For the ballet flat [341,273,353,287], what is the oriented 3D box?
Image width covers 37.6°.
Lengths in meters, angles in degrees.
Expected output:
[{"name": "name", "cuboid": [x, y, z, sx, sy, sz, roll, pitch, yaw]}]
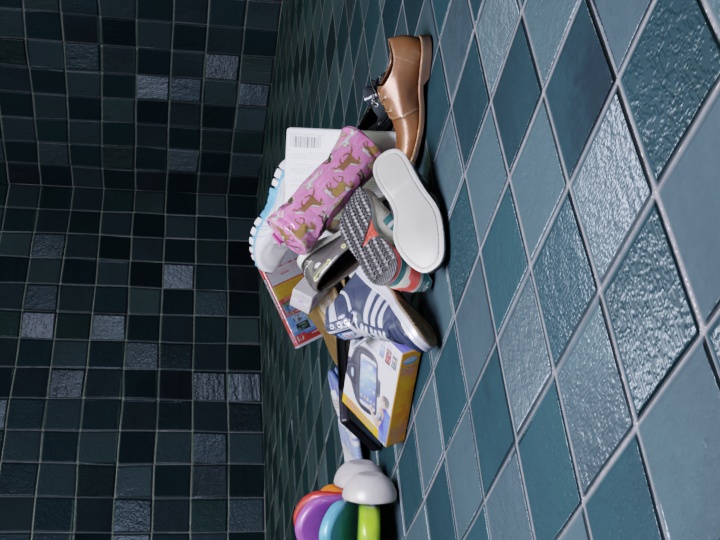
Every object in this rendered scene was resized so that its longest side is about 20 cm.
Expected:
[{"name": "ballet flat", "cuboid": [0.000, 0.000, 1.826, 0.200, 0.068, 0.063, 94, 166, -71]}]

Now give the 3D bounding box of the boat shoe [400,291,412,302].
[{"name": "boat shoe", "cuboid": [0.027, 0.027, 1.580, 0.202, 0.086, 0.075, 105, 163, -44]}]

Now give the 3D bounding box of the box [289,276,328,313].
[{"name": "box", "cuboid": [-0.062, 0.004, 1.884, 0.200, 0.041, 0.039, -52, -18, -50]}]

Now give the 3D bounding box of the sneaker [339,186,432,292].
[{"name": "sneaker", "cuboid": [0.039, -0.037, 1.474, 0.070, 0.093, 0.200, -53, 37, 22]}]

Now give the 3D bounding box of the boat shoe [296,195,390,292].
[{"name": "boat shoe", "cuboid": [0.003, -0.041, 1.557, 0.061, 0.201, 0.072, 61, -170, 31]}]

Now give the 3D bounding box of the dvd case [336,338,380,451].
[{"name": "dvd case", "cuboid": [-0.004, 0.177, 1.719, 0.143, 0.018, 0.200, 52, -150, -55]}]

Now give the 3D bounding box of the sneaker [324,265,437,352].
[{"name": "sneaker", "cuboid": [0.022, 0.078, 1.442, 0.109, 0.070, 0.200, -47, 39, 6]}]

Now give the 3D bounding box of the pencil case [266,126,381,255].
[{"name": "pencil case", "cuboid": [-0.052, -0.116, 1.549, 0.200, 0.083, 0.087, -51, -14, -13]}]

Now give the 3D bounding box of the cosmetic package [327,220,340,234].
[{"name": "cosmetic package", "cuboid": [-0.013, -0.117, 1.749, 0.071, 0.105, 0.200, 48, -164, -33]}]

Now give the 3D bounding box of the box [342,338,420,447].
[{"name": "box", "cuboid": [0.030, 0.144, 1.540, 0.119, 0.041, 0.200, 42, 137, 41]}]

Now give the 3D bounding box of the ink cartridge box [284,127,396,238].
[{"name": "ink cartridge box", "cuboid": [-0.026, -0.132, 1.649, 0.044, 0.200, 0.174, -9, -77, -62]}]

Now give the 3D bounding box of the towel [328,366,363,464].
[{"name": "towel", "cuboid": [-0.023, 0.281, 1.857, 0.147, 0.024, 0.200, -138, 38, -76]}]

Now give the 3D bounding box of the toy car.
[{"name": "toy car", "cuboid": [-0.028, 0.389, 1.629, 0.200, 0.150, 0.175, -165, 78, -79]}]

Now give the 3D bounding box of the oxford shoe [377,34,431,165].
[{"name": "oxford shoe", "cuboid": [0.057, -0.240, 1.527, 0.071, 0.071, 0.200, -135, 46, -74]}]

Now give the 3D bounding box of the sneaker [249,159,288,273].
[{"name": "sneaker", "cuboid": [-0.118, -0.082, 1.742, 0.087, 0.075, 0.200, 30, 108, 38]}]

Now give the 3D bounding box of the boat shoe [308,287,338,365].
[{"name": "boat shoe", "cuboid": [-0.029, 0.107, 1.870, 0.200, 0.069, 0.074, 60, 155, 16]}]

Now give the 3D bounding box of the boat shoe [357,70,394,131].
[{"name": "boat shoe", "cuboid": [0.034, -0.269, 1.664, 0.199, 0.066, 0.075, 116, 155, -65]}]

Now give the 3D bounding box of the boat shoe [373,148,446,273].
[{"name": "boat shoe", "cuboid": [0.074, -0.074, 1.420, 0.060, 0.074, 0.200, 38, -157, -53]}]

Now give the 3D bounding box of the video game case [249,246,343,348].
[{"name": "video game case", "cuboid": [-0.100, 0.024, 1.928, 0.017, 0.143, 0.200, -27, 88, 61]}]
